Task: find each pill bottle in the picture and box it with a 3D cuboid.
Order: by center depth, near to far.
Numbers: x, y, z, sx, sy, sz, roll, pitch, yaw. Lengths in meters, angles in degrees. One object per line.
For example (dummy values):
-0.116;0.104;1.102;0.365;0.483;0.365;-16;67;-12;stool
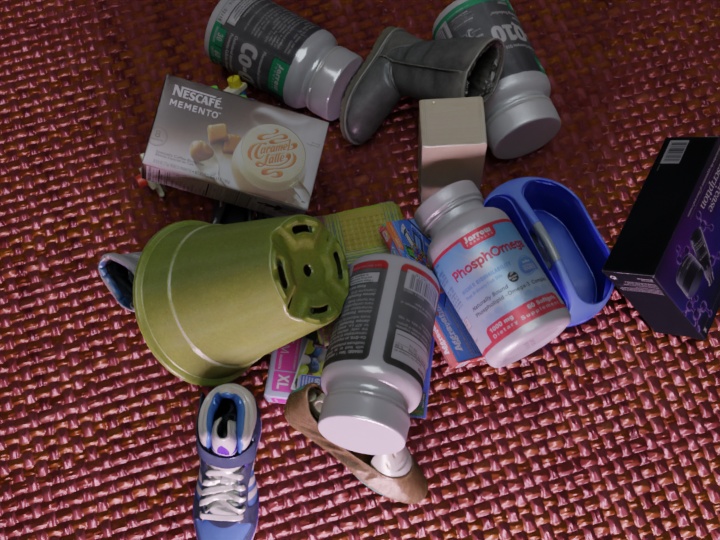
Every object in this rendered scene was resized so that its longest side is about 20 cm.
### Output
0.019;0.093;1.042;0.113;0.114;0.201;10;58;6;pill bottle
0.145;0.001;1.072;0.108;0.109;0.201;-28;72;-7;pill bottle
0.180;-0.256;1.238;0.113;0.113;0.201;-20;70;-4;pill bottle
-0.102;-0.291;1.273;0.199;0.113;0.113;31;74;14;pill bottle

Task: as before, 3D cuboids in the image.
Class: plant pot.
-0.119;0.019;1.058;0.189;0.200;0.201;-15;62;41;plant pot

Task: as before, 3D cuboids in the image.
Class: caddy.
0.224;-0.018;1.157;0.141;0.105;0.201;-24;70;-5;caddy

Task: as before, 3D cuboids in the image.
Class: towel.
0.000;0.000;1.184;0.143;0.023;0.201;-10;57;-6;towel

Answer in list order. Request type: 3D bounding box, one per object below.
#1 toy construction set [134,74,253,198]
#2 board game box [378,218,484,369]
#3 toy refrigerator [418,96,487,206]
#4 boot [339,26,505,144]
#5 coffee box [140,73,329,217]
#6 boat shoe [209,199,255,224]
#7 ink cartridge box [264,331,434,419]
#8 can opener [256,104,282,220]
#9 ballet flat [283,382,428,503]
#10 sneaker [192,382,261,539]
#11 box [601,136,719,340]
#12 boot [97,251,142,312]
-0.212;-0.171;1.229;0.200;0.092;0.131;-38;42;-5;toy construction set
0.106;0.022;1.166;0.103;0.019;0.201;-8;63;-40;board game box
0.109;-0.137;1.158;0.075;0.200;0.070;-3;69;3;toy refrigerator
0.076;-0.226;1.199;0.200;0.072;0.183;29;98;41;boot
-0.151;-0.144;1.127;0.199;0.080;0.115;16;79;-10;coffee box
-0.173;-0.042;1.210;0.072;0.063;0.201;6;70;5;boat shoe
-0.011;0.112;1.158;0.199;0.042;0.120;7;70;4;ink cartridge box
-0.109;-0.135;1.234;0.078;0.063;0.201;-16;60;28;can opener
0.003;0.195;1.087;0.200;0.072;0.068;37;46;4;ballet flat
-0.158;0.228;1.063;0.080;0.147;0.201;5;69;5;sneaker
0.393;-0.040;1.134;0.079;0.141;0.201;9;64;50;box
-0.241;0.051;1.152;0.200;0.095;0.074;40;105;20;boot
